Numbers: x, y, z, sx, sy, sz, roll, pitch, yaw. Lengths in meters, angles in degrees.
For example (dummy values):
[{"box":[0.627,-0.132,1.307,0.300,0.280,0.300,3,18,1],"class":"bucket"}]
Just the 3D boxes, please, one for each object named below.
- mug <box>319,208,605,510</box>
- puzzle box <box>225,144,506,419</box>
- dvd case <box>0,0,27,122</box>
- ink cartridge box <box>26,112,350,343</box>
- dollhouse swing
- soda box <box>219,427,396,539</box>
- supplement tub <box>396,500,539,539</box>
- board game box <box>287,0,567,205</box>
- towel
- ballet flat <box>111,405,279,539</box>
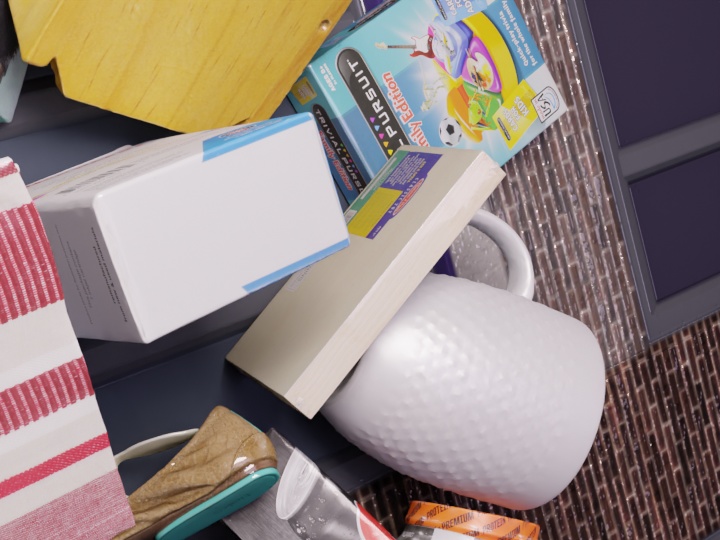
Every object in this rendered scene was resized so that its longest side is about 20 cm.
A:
[{"box":[0.064,0.052,0.933,0.175,0.148,0.200,20,76,-26],"class":"mug"},{"box":[0.000,0.000,0.867,0.025,0.133,0.200,42,81,-20],"class":"puzzle box"},{"box":[-0.215,-0.204,0.769,0.146,0.022,0.200,59,41,-73],"class":"dvd case"},{"box":[-0.125,-0.025,0.771,0.144,0.200,0.085,-26,106,-33],"class":"ink cartridge box"},{"box":[-0.133,-0.218,0.841,0.200,0.176,0.182,12,121,-53],"class":"dollhouse swing"},{"box":[-0.007,0.195,0.856,0.200,0.063,0.071,42,81,9],"class":"soda box"},{"box":[0.063,0.271,0.933,0.122,0.122,0.200,18,77,-33],"class":"supplement tub"},{"box":[0.053,-0.134,0.996,0.200,0.047,0.151,-41,110,-30],"class":"board game box"},{"box":[-0.192,0.063,0.595,0.144,0.023,0.200,-25,114,-31],"class":"towel"},{"box":[-0.145,0.152,0.814,0.200,0.068,0.072,-37,66,-1],"class":"ballet flat"}]
